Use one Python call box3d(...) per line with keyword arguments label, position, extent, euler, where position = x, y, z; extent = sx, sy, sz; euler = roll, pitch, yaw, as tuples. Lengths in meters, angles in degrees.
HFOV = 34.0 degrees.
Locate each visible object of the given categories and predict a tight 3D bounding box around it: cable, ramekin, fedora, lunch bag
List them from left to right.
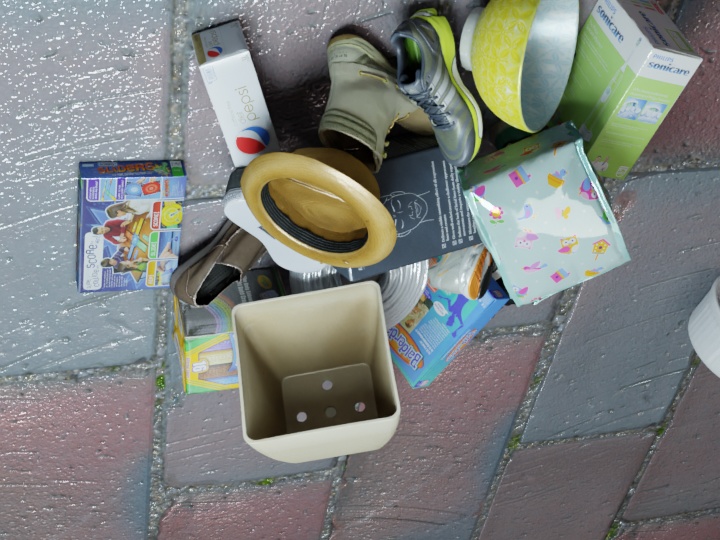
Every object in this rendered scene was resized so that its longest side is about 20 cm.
box3d(label="fedora", position=(-0.042, -0.090, 1.416), extent=(0.200, 0.082, 0.201), euler=(16, 144, 12))
box3d(label="cable", position=(0.000, 0.000, 1.665), extent=(0.200, 0.069, 0.200), euler=(11, 97, -25))
box3d(label="lunch bag", position=(0.236, -0.064, 1.502), extent=(0.170, 0.122, 0.200), euler=(-24, 111, 9))
box3d(label="ramekin", position=(0.654, 0.107, 1.996), extent=(0.200, 0.201, 0.098), euler=(7, 138, -27))

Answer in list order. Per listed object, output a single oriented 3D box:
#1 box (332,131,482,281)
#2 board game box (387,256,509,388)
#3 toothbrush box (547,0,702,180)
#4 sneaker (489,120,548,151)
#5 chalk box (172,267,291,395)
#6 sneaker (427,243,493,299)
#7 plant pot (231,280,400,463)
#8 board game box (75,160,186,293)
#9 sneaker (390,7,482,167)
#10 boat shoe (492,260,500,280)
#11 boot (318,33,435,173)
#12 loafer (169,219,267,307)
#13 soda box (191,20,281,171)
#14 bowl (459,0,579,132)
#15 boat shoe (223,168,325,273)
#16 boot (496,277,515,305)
box3d(label="box", position=(0.047, -0.092, 1.563), extent=(0.200, 0.107, 0.149), euler=(-16, 111, -18))
box3d(label="board game box", position=(0.106, 0.053, 1.752), extent=(0.045, 0.152, 0.200), euler=(-2, 140, -53))
box3d(label="toothbrush box", position=(0.335, -0.243, 1.549), extent=(0.086, 0.146, 0.200), euler=(6, 130, -25))
box3d(label="sneaker", position=(0.280, -0.161, 1.657), extent=(0.200, 0.080, 0.071), euler=(3, 132, -24))
box3d(label="chalk box", position=(-0.163, 0.084, 1.699), extent=(0.200, 0.125, 0.124), euler=(-5, 135, -15))
box3d(label="sneaker", position=(0.152, -0.054, 1.672), extent=(0.092, 0.200, 0.076), euler=(8, 147, 27))
box3d(label="plant pot", position=(-0.050, 0.158, 1.584), extent=(0.199, 0.200, 0.177), euler=(-10, 149, 2))
box3d(label="board game box", position=(-0.307, -0.056, 1.566), extent=(0.135, 0.034, 0.200), euler=(-3, 133, -19))
box3d(label="sneaker", position=(0.086, -0.220, 1.458), extent=(0.074, 0.200, 0.081), euler=(-14, -169, 47))
box3d(label="boat shoe", position=(0.146, 0.010, 1.795), extent=(0.200, 0.076, 0.060), euler=(-35, 98, 27))
box3d(label="boot", position=(0.027, -0.183, 1.476), extent=(0.072, 0.155, 0.200), euler=(-20, 141, 38))
box3d(label="loafer", position=(-0.168, -0.017, 1.614), extent=(0.200, 0.071, 0.073), euler=(-44, 135, 1))
box3d(label="soda box", position=(-0.149, -0.204, 1.456), extent=(0.064, 0.068, 0.200), euler=(-18, 138, -3))
box3d(label="bowl", position=(0.188, -0.280, 1.467), extent=(0.107, 0.200, 0.200), euler=(16, 144, 25))
box3d(label="boat shoe", position=(-0.106, -0.063, 1.528), extent=(0.069, 0.057, 0.200), euler=(-18, 144, 24))
box3d(label="boot", position=(0.173, 0.061, 1.801), extent=(0.200, 0.066, 0.165), euler=(-28, 178, 9))
